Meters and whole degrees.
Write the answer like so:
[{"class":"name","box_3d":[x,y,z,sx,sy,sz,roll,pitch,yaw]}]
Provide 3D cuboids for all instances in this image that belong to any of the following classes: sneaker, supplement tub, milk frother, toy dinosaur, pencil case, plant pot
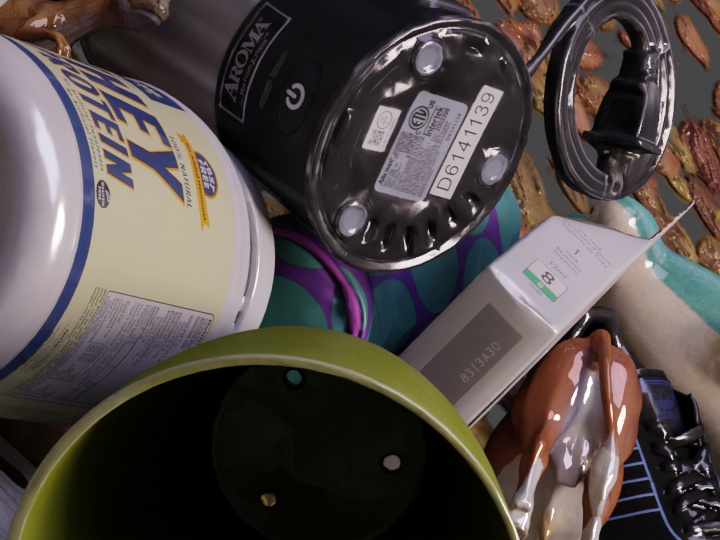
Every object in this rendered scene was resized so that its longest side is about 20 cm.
[{"class":"sneaker","box_3d":[0.142,0.102,1.452,0.070,0.078,0.200,0,39,-40]},{"class":"supplement tub","box_3d":[-0.132,-0.014,1.169,0.145,0.145,0.200,63,19,18]},{"class":"milk frother","box_3d":[0.014,-0.098,1.326,0.188,0.181,0.200,38,0,43]},{"class":"toy dinosaur","box_3d":[-0.177,-0.102,1.287,0.060,0.200,0.106,75,25,-65]},{"class":"pencil case","box_3d":[0.000,0.000,1.383,0.200,0.092,0.085,-27,113,-63]},{"class":"plant pot","box_3d":[-0.027,0.096,1.133,0.187,0.187,0.200,47,12,-8]}]

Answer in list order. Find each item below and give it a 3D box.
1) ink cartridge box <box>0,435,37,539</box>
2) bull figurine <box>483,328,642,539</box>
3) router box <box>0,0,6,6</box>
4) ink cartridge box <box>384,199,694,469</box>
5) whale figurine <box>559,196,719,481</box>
[{"class":"ink cartridge box","box_3d":[-0.174,0.107,1.125,0.162,0.050,0.200,44,15,-13]},{"class":"bull figurine","box_3d":[0.083,0.111,1.358,0.065,0.200,0.122,12,53,3]},{"class":"router box","box_3d":[-0.229,-0.097,1.111,0.200,0.179,0.049,-8,65,-56]},{"class":"ink cartridge box","box_3d":[0.062,0.032,1.380,0.050,0.161,0.200,45,30,3]},{"class":"whale figurine","box_3d":[0.182,0.042,1.543,0.104,0.159,0.200,-33,92,-23]}]
